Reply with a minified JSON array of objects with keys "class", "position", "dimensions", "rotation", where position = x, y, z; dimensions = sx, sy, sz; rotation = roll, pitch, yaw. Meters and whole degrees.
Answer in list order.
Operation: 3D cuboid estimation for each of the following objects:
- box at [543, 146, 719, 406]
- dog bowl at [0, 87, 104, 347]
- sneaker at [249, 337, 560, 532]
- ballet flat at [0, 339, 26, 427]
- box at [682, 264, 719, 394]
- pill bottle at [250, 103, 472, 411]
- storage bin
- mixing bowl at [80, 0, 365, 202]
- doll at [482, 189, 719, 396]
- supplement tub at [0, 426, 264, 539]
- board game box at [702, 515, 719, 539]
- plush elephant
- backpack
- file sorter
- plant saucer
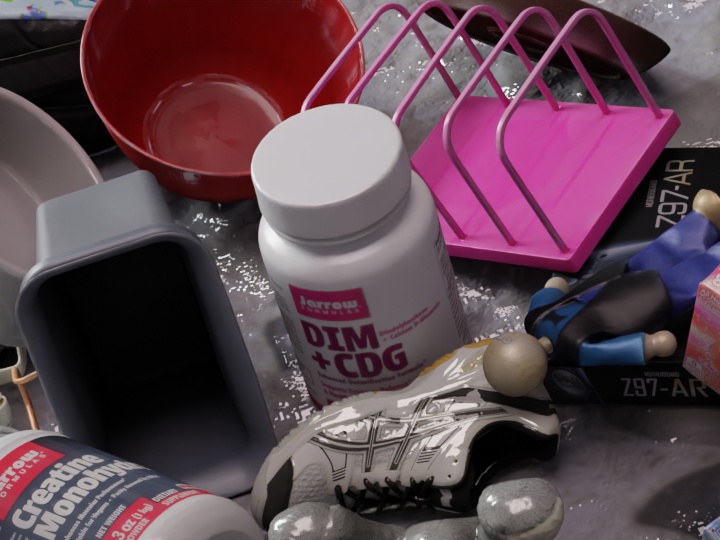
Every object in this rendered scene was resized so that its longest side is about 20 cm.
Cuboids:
[{"class":"box","position":[0.209,0.001,1.554],"dimensions":[0.160,0.044,0.200],"rotation":[1,45,18]},{"class":"dog bowl","position":[-0.251,-0.046,1.641],"dimensions":[0.059,0.200,0.200],"rotation":[-41,32,30]},{"class":"sneaker","position":[0.029,0.118,1.467],"dimensions":[0.200,0.076,0.088],"rotation":[-29,54,-4]},{"class":"ballet flat","position":[-0.264,0.078,1.610],"dimensions":[0.073,0.073,0.200],"rotation":[-4,41,14]},{"class":"box","position":[0.298,0.059,1.390],"dimensions":[0.200,0.095,0.103],"rotation":[38,64,24]},{"class":"pill bottle","position":[0.000,0.000,1.506],"dimensions":[0.113,0.200,0.113],"rotation":[-9,42,9]},{"class":"storage bin","position":[-0.151,0.043,1.529],"dimensions":[0.146,0.200,0.134],"rotation":[-19,31,-2]},{"class":"mixing bowl","position":[-0.101,-0.125,1.719],"dimensions":[0.200,0.108,0.200],"rotation":[3,60,-5]},{"class":"doll","position":[0.157,0.020,1.473],"dimensions":[0.200,0.048,0.136],"rotation":[-32,28,-22]},{"class":"supplement tub","position":[-0.168,0.176,1.418],"dimensions":[0.200,0.140,0.140],"rotation":[17,52,32]},{"class":"board game box","position":[0.239,0.207,1.209],"dimensions":[0.062,0.200,0.200],"rotation":[-33,44,-19]},{"class":"plush elephant","position":[0.048,0.217,1.306],"dimensions":[0.165,0.200,0.155],"rotation":[-6,66,14]},{"class":"backpack","position":[-0.253,-0.151,1.790],"dimensions":[0.200,0.163,0.154],"rotation":[-3,29,5]},{"class":"file sorter","position":[0.079,-0.100,1.599],"dimensions":[0.200,0.125,0.139],"rotation":[9,53,46]},{"class":"plant saucer","position":[0.120,-0.174,1.691],"dimensions":[0.200,0.200,0.032],"rotation":[18,88,32]}]
